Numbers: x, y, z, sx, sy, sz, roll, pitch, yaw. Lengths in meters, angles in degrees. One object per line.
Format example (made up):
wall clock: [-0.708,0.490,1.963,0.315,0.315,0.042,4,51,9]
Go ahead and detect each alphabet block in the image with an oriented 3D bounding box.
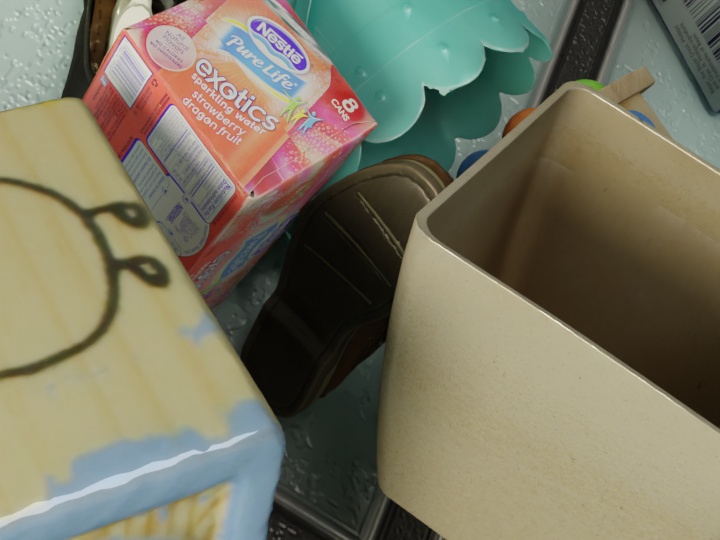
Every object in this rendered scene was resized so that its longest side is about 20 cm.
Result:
alphabet block: [-0.166,0.079,0.614,0.194,0.198,0.201,-16,52,-29]

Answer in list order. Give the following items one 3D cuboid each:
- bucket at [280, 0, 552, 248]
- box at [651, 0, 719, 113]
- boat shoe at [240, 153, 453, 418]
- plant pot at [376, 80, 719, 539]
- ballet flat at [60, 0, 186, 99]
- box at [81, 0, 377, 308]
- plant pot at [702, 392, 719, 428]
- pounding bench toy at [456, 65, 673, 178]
bucket: [-0.001,-0.118,0.863,0.207,0.207,0.135,-34,81,-38]
box: [0.331,-0.243,1.181,0.199,0.105,0.185,-18,76,-35]
boat shoe: [0.000,0.000,0.797,0.068,0.200,0.072,-29,76,-44]
plant pot: [0.117,0.056,0.750,0.199,0.178,0.200,35,38,12]
ballet flat: [-0.132,-0.158,0.882,0.067,0.068,0.202,15,59,-22]
box: [-0.091,-0.046,0.764,0.094,0.200,0.103,-32,82,-38]
plant pot: [0.255,0.090,0.892,0.199,0.187,0.202,29,52,-44]
pounding bench toy: [0.162,-0.047,0.918,0.124,0.200,0.157,-29,83,-37]
